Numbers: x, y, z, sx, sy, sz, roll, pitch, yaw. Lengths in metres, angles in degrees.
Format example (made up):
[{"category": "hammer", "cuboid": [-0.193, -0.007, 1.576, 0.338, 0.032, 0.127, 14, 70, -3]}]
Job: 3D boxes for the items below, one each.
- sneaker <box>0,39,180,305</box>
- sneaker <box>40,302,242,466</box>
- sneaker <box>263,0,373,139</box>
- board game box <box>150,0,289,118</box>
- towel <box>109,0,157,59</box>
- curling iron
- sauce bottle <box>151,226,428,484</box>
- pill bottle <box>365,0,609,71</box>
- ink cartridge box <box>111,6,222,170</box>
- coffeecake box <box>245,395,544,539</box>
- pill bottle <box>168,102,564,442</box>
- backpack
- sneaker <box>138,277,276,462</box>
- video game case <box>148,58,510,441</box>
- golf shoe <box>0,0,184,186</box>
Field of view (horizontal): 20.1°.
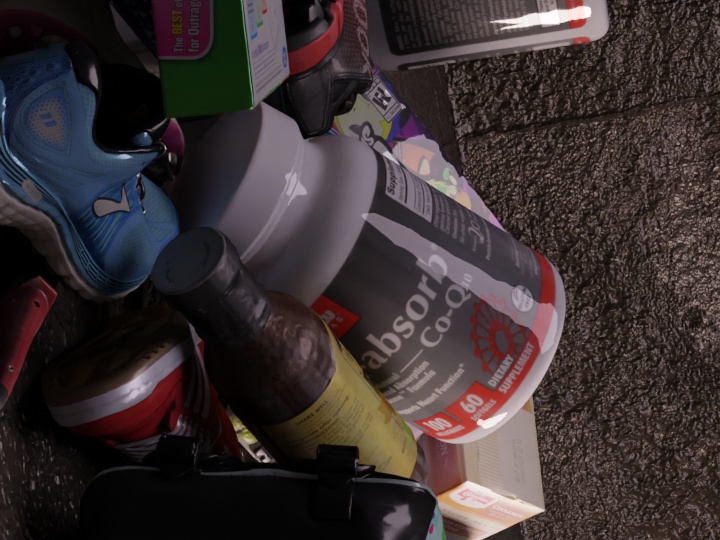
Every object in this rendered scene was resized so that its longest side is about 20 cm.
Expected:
[{"category": "sneaker", "cuboid": [-0.115, -0.046, 0.919, 0.078, 0.090, 0.200, 64, 6, 19]}, {"category": "sneaker", "cuboid": [-0.103, 0.083, 1.013, 0.200, 0.071, 0.113, -56, 133, -80]}, {"category": "sneaker", "cuboid": [-0.029, -0.144, 1.159, 0.200, 0.071, 0.098, -79, 159, -54]}, {"category": "board game box", "cuboid": [-0.070, -0.177, 0.920, 0.153, 0.040, 0.200, -70, 154, -79]}, {"category": "towel", "cuboid": [-0.135, -0.169, 0.987, 0.145, 0.024, 0.200, 49, -4, 22]}, {"category": "curling iron", "cuboid": [-0.152, 0.009, 0.911, 0.200, 0.026, 0.050, -75, 156, -70]}, {"category": "sauce bottle", "cuboid": [-0.034, 0.054, 0.994, 0.200, 0.065, 0.065, 54, 25, -43]}, {"category": "pill bottle", "cuboid": [0.050, -0.188, 1.276, 0.116, 0.200, 0.116, -8, 90, -82]}, {"category": "ink cartridge box", "cuboid": [-0.096, -0.157, 1.240, 0.200, 0.084, 0.146, 59, 24, -67]}, {"category": "coffeecake box", "cuboid": [0.016, 0.111, 1.308, 0.073, 0.200, 0.154, 24, 49, -37]}, {"category": "pill bottle", "cuboid": [0.000, 0.000, 1.076, 0.200, 0.116, 0.116, 31, 36, -24]}, {"category": "backpack", "cuboid": [-0.043, 0.172, 0.973, 0.200, 0.177, 0.151, 82, 10, -73]}, {"category": "sneaker", "cuboid": [-0.084, 0.051, 1.215, 0.080, 0.078, 0.200, 40, -14, 43]}, {"category": "video game case", "cuboid": [-0.003, 0.003, 1.177, 0.181, 0.036, 0.200, 52, 55, -13]}, {"category": "golf shoe", "cuboid": [-0.136, -0.104, 0.988, 0.200, 0.075, 0.092, 65, 15, -65]}]
